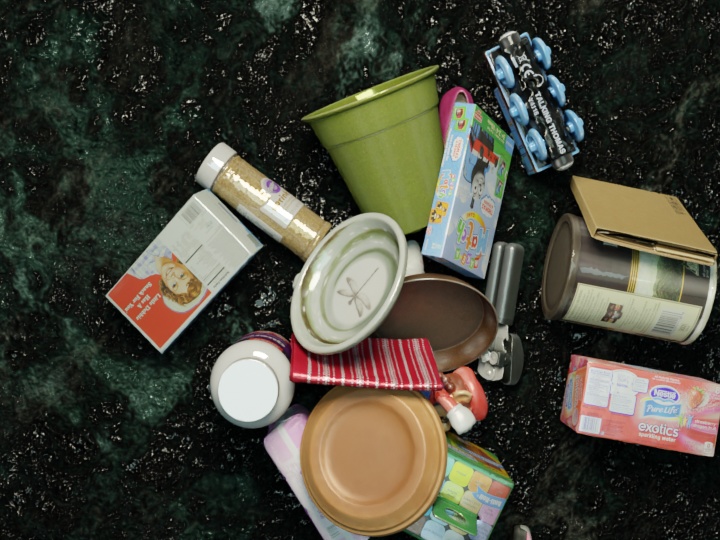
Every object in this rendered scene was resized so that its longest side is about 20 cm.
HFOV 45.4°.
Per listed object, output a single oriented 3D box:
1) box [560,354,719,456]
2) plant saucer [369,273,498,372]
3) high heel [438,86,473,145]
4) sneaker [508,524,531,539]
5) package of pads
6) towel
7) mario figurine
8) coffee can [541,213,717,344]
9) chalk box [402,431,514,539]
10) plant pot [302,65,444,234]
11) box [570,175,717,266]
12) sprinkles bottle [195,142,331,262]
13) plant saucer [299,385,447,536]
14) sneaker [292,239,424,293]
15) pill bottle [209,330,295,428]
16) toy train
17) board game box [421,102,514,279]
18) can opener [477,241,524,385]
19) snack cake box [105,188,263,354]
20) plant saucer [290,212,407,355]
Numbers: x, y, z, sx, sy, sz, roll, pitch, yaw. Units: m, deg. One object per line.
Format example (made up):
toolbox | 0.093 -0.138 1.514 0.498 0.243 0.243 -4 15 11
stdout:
box | 0.395 0.188 1.218 0.196 0.095 0.105 9 91 -1
plant saucer | 0.091 0.069 1.191 0.196 0.202 0.035 1 47 -1
high heel | 0.142 -0.152 1.208 0.066 0.096 0.205 0 91 -2
sneaker | 0.184 0.455 1.236 0.094 0.079 0.203 21 89 10
package of pads | -0.057 0.289 1.200 0.075 0.121 0.202 -33 91 0
towel | 0.004 0.117 1.128 0.196 0.145 0.023 4 107 -3
mario figurine | 0.087 0.187 1.199 0.197 0.125 0.107 15 129 -20
coffee can | 0.365 0.012 1.190 0.196 0.146 0.149 11 91 -2
chalk box | 0.122 0.301 1.162 0.123 0.200 0.126 27 90 -2
plant pot | 0.042 -0.152 1.176 0.197 0.200 0.193 -20 104 -1
box | 0.376 -0.073 1.168 0.160 0.201 0.022 12 116 -1
sprinkles bottle | -0.136 -0.096 1.219 0.199 0.068 0.069 37 90 -2
plant saucer | 0.012 0.232 1.092 0.196 0.037 0.204 -5 74 16
sneaker | 0.000 0.000 1.229 0.196 0.078 0.101 -4 63 9
pill bottle | -0.140 0.145 1.156 0.110 0.200 0.115 0 91 -1
toy train | 0.238 -0.231 1.200 0.085 0.114 0.203 -25 92 -4
board game box | 0.148 -0.102 1.164 0.036 0.151 0.204 11 85 31
can opener | 0.206 0.061 1.243 0.065 0.052 0.204 4 93 -35
snack cake box | -0.244 0.001 1.197 0.115 0.067 0.200 44 104 -4
plant saucer | -0.006 0.023 1.123 0.050 0.200 0.202 34 91 -38
